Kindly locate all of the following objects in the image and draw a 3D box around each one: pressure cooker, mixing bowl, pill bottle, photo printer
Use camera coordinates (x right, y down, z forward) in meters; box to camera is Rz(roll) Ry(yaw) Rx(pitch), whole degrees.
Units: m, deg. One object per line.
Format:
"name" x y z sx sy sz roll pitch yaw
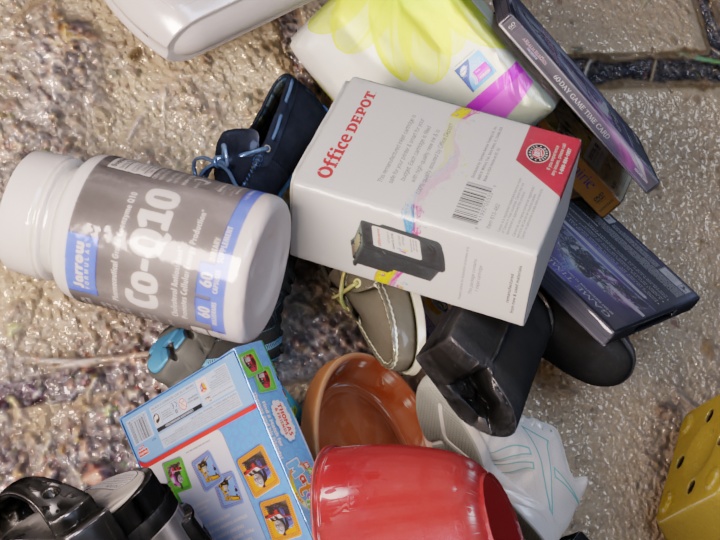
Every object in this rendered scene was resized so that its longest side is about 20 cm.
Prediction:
"pressure cooker" -0.179 0.227 1.028 0.201 0.175 0.179 60 17 -7
"mixing bowl" 0.054 0.202 1.062 0.200 0.108 0.201 -21 90 -75
"pill bottle" -0.162 -0.022 1.143 0.199 0.114 0.114 14 61 12
"photo printer" -0.131 -0.274 1.294 0.199 0.070 0.167 -30 73 -21

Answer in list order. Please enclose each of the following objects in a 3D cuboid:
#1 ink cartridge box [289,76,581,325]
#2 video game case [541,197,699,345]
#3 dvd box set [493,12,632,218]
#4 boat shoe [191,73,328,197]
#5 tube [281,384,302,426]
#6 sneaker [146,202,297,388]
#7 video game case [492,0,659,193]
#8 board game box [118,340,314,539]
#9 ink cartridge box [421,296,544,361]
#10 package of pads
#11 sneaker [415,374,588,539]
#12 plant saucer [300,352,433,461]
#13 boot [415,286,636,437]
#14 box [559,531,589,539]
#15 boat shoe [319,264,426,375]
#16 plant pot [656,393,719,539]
"ink cartridge box" 0.059 -0.059 1.209 0.199 0.083 0.146 17 47 11
"video game case" 0.205 -0.005 1.327 0.143 0.019 0.200 45 29 19
"dvd box set" 0.179 -0.152 1.419 0.200 0.029 0.146 45 29 -6
"boat shoe" -0.099 -0.088 1.266 0.069 0.084 0.200 54 41 -22
"tube" -0.035 0.166 1.202 0.078 0.050 0.200 -49 117 -27
"sneaker" -0.092 0.030 1.235 0.082 0.073 0.200 46 63 -23
"video game case" 0.188 -0.165 1.353 0.200 0.019 0.143 47 16 -15
"board game box" -0.089 0.173 1.124 0.036 0.151 0.201 -14 77 -48
"ink cartridge box" 0.115 0.039 1.345 0.200 0.042 0.120 -37 91 -35
"package of pads" 0.053 -0.174 1.330 0.200 0.154 0.068 50 26 -3
"sneaker" 0.117 0.145 1.264 0.080 0.070 0.201 -49 119 -20
"plant saucer" 0.012 0.165 1.203 0.200 0.032 0.201 40 39 -43
"boot" 0.140 0.074 1.234 0.164 0.066 0.200 37 26 1
"box" 0.176 0.343 1.257 0.160 0.044 0.200 45 58 -5
"boat shoe" -0.001 0.002 1.260 0.060 0.072 0.203 0 51 -29
"plant pot" 0.380 0.200 1.336 0.199 0.196 0.195 27 61 -8
